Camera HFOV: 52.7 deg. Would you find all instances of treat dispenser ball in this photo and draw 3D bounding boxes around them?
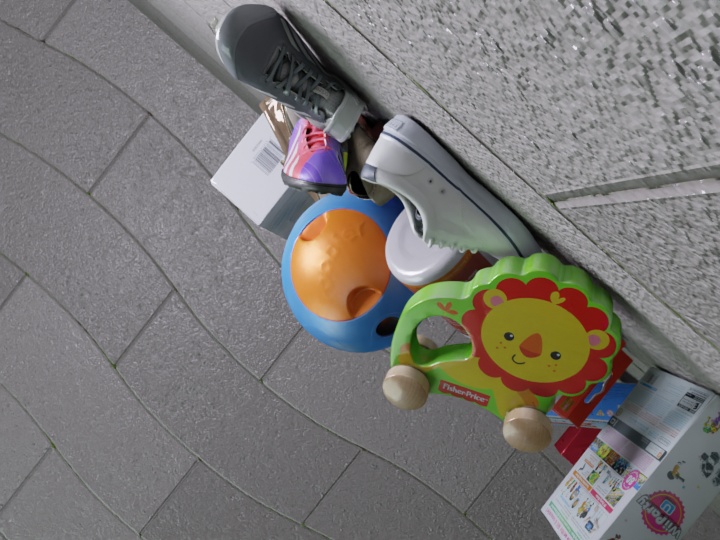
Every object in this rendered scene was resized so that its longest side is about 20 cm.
[{"bbox_3d":[0.000,0.000,0.911,0.200,0.202,0.201,40,-178,-2],"label":"treat dispenser ball"}]

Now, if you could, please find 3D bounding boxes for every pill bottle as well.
[{"bbox_3d":[0.125,0.008,0.817,0.199,0.113,0.112,40,-179,-39],"label":"pill bottle"}]

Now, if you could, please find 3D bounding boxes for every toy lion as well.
[{"bbox_3d":[0.129,0.065,0.672,0.196,0.195,0.069,17,-142,11],"label":"toy lion"}]

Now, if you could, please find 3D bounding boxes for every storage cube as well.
[{"bbox_3d":[0.591,0.417,1.746,0.170,0.181,0.200,40,-177,13],"label":"storage cube"}]

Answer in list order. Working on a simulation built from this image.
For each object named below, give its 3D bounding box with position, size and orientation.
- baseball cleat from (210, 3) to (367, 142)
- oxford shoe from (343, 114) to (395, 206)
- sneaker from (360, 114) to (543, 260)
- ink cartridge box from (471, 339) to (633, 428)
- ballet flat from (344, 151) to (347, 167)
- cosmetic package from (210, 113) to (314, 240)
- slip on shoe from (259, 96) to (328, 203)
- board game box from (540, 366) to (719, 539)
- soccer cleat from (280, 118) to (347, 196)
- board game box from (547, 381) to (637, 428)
[{"bbox_3d":[-0.050,-0.177,0.668,0.106,0.071,0.199,34,-170,21],"label":"baseball cleat"},{"bbox_3d":[0.002,-0.121,0.787,0.070,0.075,0.200,36,-176,-20],"label":"oxford shoe"},{"bbox_3d":[0.082,-0.049,0.653,0.199,0.071,0.073,39,-178,-15],"label":"sneaker"},{"bbox_3d":[0.224,0.094,0.788,0.199,0.109,0.050,39,-178,-25],"label":"ink cartridge box"},{"bbox_3d":[0.005,-0.117,1.026,0.199,0.066,0.068,13,-120,-59],"label":"ballet flat"},{"bbox_3d":[-0.133,-0.178,1.295,0.122,0.200,0.200,40,-178,9],"label":"cosmetic package"},{"bbox_3d":[-0.084,-0.161,1.043,0.076,0.059,0.203,-70,-40,-73],"label":"slip on shoe"},{"bbox_3d":[0.278,0.204,0.723,0.064,0.201,0.148,38,-178,0],"label":"board game box"},{"bbox_3d":[-0.047,-0.131,0.773,0.067,0.075,0.201,9,-161,-9],"label":"soccer cleat"},{"bbox_3d":[0.338,0.211,1.141,0.196,0.057,0.196,1,166,21],"label":"board game box"}]
